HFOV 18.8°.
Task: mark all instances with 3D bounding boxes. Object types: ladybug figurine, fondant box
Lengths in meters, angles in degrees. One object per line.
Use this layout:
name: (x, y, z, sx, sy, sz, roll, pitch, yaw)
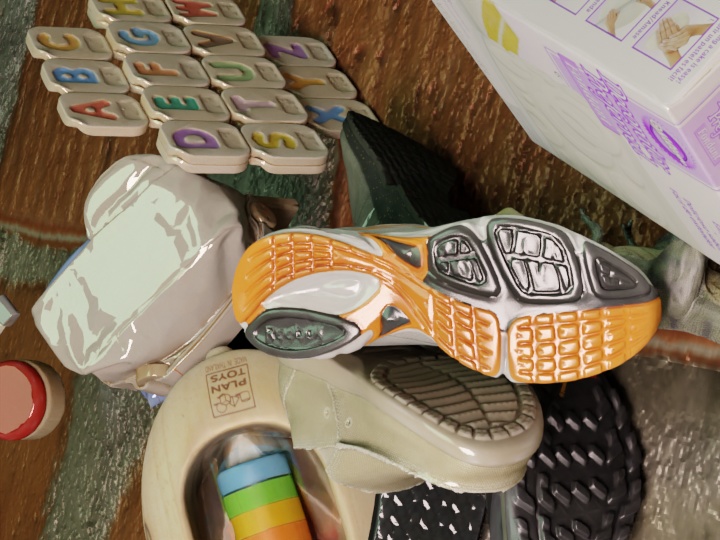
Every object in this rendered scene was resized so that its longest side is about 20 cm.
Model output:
ladybug figurine: (-0.049, 0.138, 1.206, 0.072, 0.135, 0.201, 54, -158, -78)
fondant box: (0.117, -0.081, 0.938, 0.058, 0.144, 0.200, -46, 41, -6)

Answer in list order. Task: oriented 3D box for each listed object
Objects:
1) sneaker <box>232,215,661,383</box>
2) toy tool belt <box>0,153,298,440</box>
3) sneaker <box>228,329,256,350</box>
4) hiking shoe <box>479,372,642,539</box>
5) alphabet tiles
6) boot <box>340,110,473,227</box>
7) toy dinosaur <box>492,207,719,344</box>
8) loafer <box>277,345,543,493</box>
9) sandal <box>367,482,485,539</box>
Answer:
sneaker: (0.046, 0.005, 1.015, 0.199, 0.092, 0.076, 6, 100, 21)
toy tool belt: (-0.124, 0.026, 1.275, 0.200, 0.123, 0.125, -48, 67, 14)
sneaker: (-0.077, 0.094, 1.290, 0.086, 0.080, 0.201, -40, 48, 42)
hiking shoe: (0.083, 0.083, 1.072, 0.101, 0.076, 0.201, 133, 147, -52)
alphabet tiles: (-0.093, -0.114, 1.293, 0.200, 0.195, 0.015, -121, 38, -49)
boot: (0.000, 0.000, 1.184, 0.131, 0.068, 0.200, -59, 21, 17)
toy dinosaur: (0.151, -0.005, 1.001, 0.200, 0.047, 0.088, 23, 81, 40)
loafer: (0.022, 0.074, 1.028, 0.200, 0.075, 0.069, -156, 62, -62)
sandal: (0.024, 0.169, 1.137, 0.048, 0.075, 0.201, 125, 164, -84)
